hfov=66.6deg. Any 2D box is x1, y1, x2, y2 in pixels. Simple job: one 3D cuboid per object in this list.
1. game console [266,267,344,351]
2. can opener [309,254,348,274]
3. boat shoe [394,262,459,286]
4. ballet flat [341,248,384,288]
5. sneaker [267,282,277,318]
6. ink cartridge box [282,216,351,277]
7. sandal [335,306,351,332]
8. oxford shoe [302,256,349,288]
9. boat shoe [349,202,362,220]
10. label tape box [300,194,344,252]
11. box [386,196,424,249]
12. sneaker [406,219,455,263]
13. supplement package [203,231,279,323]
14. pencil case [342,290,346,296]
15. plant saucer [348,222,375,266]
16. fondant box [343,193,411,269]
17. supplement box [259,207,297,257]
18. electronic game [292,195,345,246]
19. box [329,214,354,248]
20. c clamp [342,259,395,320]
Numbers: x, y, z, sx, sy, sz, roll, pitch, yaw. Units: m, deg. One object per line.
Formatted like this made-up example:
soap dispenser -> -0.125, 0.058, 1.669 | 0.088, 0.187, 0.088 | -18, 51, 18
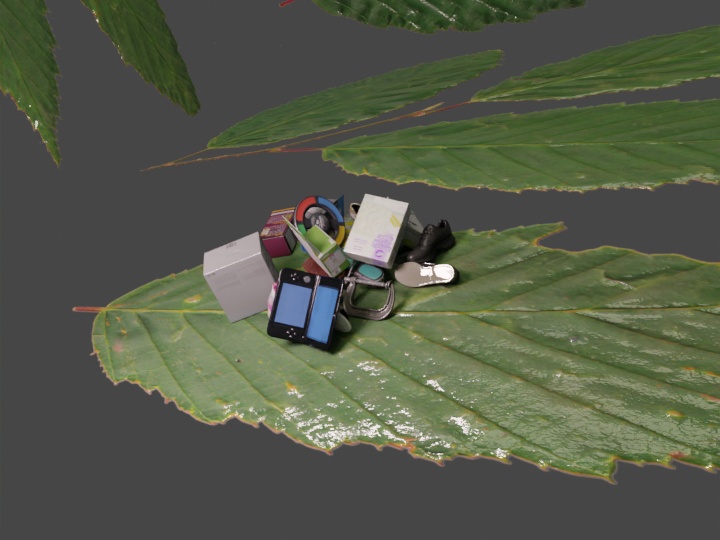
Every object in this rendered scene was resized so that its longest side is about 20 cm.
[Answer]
game console -> -0.154, 0.103, 1.507 | 0.170, 0.201, 0.118 | 13, -4, -11
can opener -> -0.102, -0.027, 1.807 | 0.199, 0.053, 0.067 | 13, 46, 41
boat shoe -> 0.195, 0.013, 1.604 | 0.199, 0.073, 0.063 | -1, -4, 36
ballet flat -> 0.000, 0.000, 1.692 | 0.072, 0.072, 0.200 | -37, 48, -22
sneaker -> -0.228, 0.135, 1.638 | 0.081, 0.088, 0.200 | 8, 41, -31
ink cartridge box -> -0.131, -0.089, 1.638 | 0.076, 0.200, 0.148 | -39, 40, -7
sandal -> -0.091, 0.114, 1.582 | 0.206, 0.079, 0.059 | 16, 49, 46
oxford shoe -> -0.112, 0.012, 1.741 | 0.070, 0.075, 0.200 | -47, 41, -16
boat shoe -> 0.040, -0.160, 1.842 | 0.200, 0.068, 0.075 | 33, 80, 22
label tape box -> -0.134, -0.171, 1.933 | 0.063, 0.145, 0.200 | 22, 49, 19
box -> 0.139, -0.152, 1.784 | 0.060, 0.116, 0.200 | -54, 29, 20
sneaker -> 0.206, -0.090, 1.673 | 0.076, 0.091, 0.200 | 8, 35, 46
supplement package -> -0.371, 0.022, 1.754 | 0.190, 0.201, 0.147 | -21, 33, -1
pencil case -> -0.141, 0.055, 1.684 | 0.199, 0.089, 0.078 | 11, 77, 45
plant saucer -> 0.032, -0.095, 1.754 | 0.200, 0.034, 0.201 | -18, 66, 46
fondant box -> 0.053, -0.119, 1.645 | 0.144, 0.058, 0.201 | 15, 73, 18
supplement box -> -0.294, -0.142, 2.040 | 0.110, 0.086, 0.200 | -8, 36, 18
electronic game -> -0.133, -0.153, 1.805 | 0.042, 0.200, 0.200 | -26, 20, 50
box -> -0.044, -0.120, 1.911 | 0.117, 0.049, 0.200 | 6, 40, 33
c clamp -> 0.022, 0.057, 1.588 | 0.199, 0.027, 0.171 | 14, 74, 36
